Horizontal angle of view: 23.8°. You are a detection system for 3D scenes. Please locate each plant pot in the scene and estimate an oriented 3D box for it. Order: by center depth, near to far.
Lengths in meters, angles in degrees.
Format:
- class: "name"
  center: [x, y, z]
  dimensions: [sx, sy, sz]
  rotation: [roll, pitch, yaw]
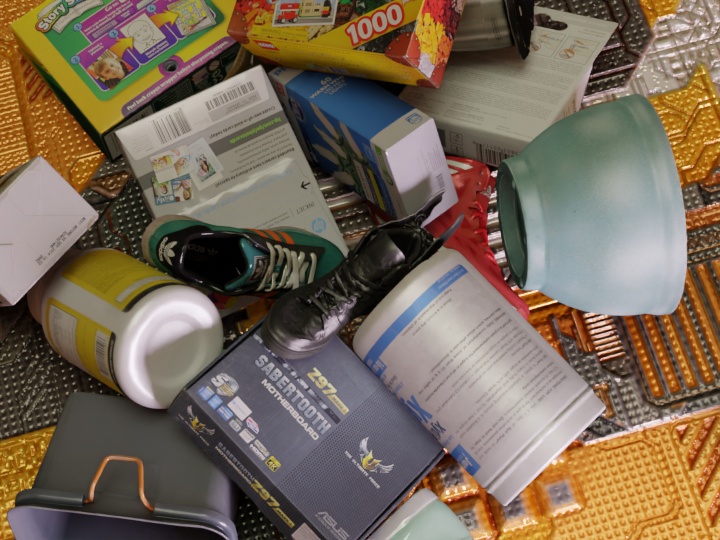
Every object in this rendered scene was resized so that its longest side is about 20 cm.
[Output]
- class: "plant pot"
  center: [0.198, -0.050, 1.538]
  dimensions: [0.133, 0.201, 0.201]
  rotation: [-8, 64, -6]

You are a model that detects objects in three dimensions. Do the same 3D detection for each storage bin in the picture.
- class: "storage bin"
  center: [-0.195, 0.184, 1.506]
  dimensions: [0.199, 0.146, 0.135]
  rotation: [5, 54, 7]

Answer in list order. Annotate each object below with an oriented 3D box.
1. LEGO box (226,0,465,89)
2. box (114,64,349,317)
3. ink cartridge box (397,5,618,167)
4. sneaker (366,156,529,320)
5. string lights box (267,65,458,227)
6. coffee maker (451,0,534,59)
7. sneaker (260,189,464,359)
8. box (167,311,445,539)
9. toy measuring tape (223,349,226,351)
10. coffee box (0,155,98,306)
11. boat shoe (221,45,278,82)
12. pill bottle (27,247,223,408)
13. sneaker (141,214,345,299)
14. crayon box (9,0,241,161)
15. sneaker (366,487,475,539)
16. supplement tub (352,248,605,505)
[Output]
- class: "LEGO box"
  center: [-0.004, -0.261, 1.576]
  dimensions: [0.199, 0.077, 0.150]
  rotation: [11, 79, 31]
- class: "box"
  center: [-0.122, -0.071, 1.622]
  dimensions: [0.155, 0.041, 0.201]
  rotation: [-26, 92, -8]
- class: "ink cartridge box"
  center: [0.146, -0.186, 1.694]
  dimensions: [0.162, 0.057, 0.200]
  rotation: [17, 45, 25]
- class: "sneaker"
  center: [0.109, -0.039, 1.616]
  dimensions: [0.115, 0.078, 0.200]
  rotation: [-42, 70, -14]
- class: "string lights box"
  center: [0.001, -0.127, 1.611]
  dimensions: [0.059, 0.103, 0.200]
  rotation: [-36, 42, -17]
- class: "coffee maker"
  center: [0.068, -0.278, 1.698]
  dimensions: [0.199, 0.135, 0.192]
  rotation: [-5, 22, 15]
- class: "sneaker"
  center: [0.002, 0.002, 1.500]
  dimensions: [0.199, 0.104, 0.060]
  rotation: [-26, 69, -42]
- class: "box"
  center: [-0.045, 0.139, 1.488]
  dimensions: [0.200, 0.051, 0.158]
  rotation: [47, 50, 4]
- class: "toy measuring tape"
  center: [-0.069, 0.116, 1.565]
  dimensions: [0.199, 0.074, 0.074]
  rotation: [8, 65, -4]
- class: "coffee box"
  center: [-0.327, -0.031, 1.574]
  dimensions: [0.080, 0.200, 0.113]
  rotation: [46, 72, -14]
- class: "boat shoe"
  center: [-0.099, -0.192, 1.708]
  dimensions: [0.074, 0.066, 0.200]
  rotation: [38, 67, -1]
- class: "pill bottle"
  center: [-0.220, 0.044, 1.548]
  dimensions: [0.112, 0.112, 0.200]
  rotation: [-47, 39, -17]
- class: "sneaker"
  center: [-0.095, -0.004, 1.548]
  dimensions: [0.199, 0.080, 0.072]
  rotation: [7, 102, -27]
- class: "crayon box"
  center: [-0.227, -0.236, 1.747]
  dimensions: [0.200, 0.058, 0.173]
  rotation: [-36, 66, -13]
- class: "sneaker"
  center: [0.030, 0.294, 1.463]
  dimensions: [0.118, 0.074, 0.200]
  rotation: [41, 75, 18]
- class: "supplement tub"
  center: [0.102, 0.092, 1.503]
  dimensions: [0.132, 0.132, 0.200]
  rotation: [-41, 80, -15]
